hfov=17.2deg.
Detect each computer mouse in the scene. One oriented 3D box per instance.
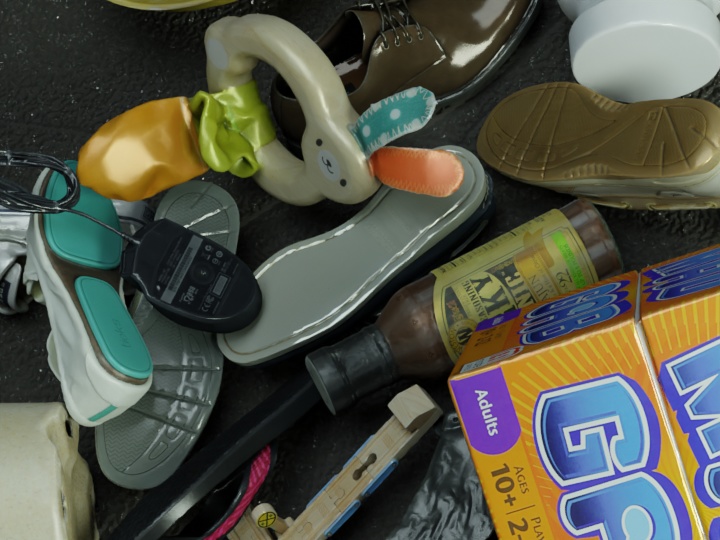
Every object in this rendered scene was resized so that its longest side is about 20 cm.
[{"bbox_3d":[-0.152,-0.017,1.467,0.199,0.034,0.059,29,61,0],"label":"computer mouse"}]

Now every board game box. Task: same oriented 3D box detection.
[{"bbox_3d":[0.176,0.105,1.262,0.198,0.200,0.202,-18,94,9],"label":"board game box"}]

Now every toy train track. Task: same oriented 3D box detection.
[{"bbox_3d":[-0.031,0.145,1.425,0.200,0.032,0.115,-47,46,7],"label":"toy train track"}]

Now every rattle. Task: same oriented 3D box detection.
[{"bbox_3d":[-0.056,-0.073,1.448,0.142,0.131,0.200,-12,35,-41],"label":"rattle"}]

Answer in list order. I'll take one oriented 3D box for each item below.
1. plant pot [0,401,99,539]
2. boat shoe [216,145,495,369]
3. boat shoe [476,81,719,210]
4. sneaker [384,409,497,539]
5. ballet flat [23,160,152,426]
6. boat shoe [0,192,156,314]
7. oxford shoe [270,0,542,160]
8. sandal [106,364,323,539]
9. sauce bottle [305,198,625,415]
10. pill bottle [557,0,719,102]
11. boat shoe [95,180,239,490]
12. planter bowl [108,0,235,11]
[{"bbox_3d":[-0.258,0.156,1.444,0.182,0.201,0.202,-8,62,2],"label":"plant pot"},{"bbox_3d":[0.000,0.000,1.497,0.200,0.062,0.075,-41,58,-6],"label":"boat shoe"},{"bbox_3d":[0.157,-0.067,1.472,0.199,0.069,0.074,12,69,48],"label":"boat shoe"},{"bbox_3d":[0.089,0.095,1.420,0.103,0.060,0.201,14,75,20],"label":"sneaker"},{"bbox_3d":[-0.179,0.015,1.486,0.069,0.070,0.201,-25,48,5],"label":"ballet flat"},{"bbox_3d":[-0.232,-0.007,1.577,0.198,0.071,0.070,0,62,11],"label":"boat shoe"},{"bbox_3d":[0.031,-0.147,1.548,0.199,0.085,0.073,-34,57,-2],"label":"oxford shoe"},{"bbox_3d":[-0.078,0.128,1.452,0.200,0.075,0.045,-40,101,-20],"label":"sandal"},{"bbox_3d":[0.063,0.026,1.445,0.199,0.065,0.065,-28,59,-7],"label":"sauce bottle"},{"bbox_3d":[0.178,-0.217,1.514,0.115,0.116,0.202,-7,62,15],"label":"pill bottle"},{"bbox_3d":[-0.121,0.045,1.521,0.074,0.065,0.204,11,72,-2],"label":"boat shoe"},{"bbox_3d":[-0.106,-0.245,1.642,0.199,0.084,0.202,-7,62,14],"label":"planter bowl"}]
